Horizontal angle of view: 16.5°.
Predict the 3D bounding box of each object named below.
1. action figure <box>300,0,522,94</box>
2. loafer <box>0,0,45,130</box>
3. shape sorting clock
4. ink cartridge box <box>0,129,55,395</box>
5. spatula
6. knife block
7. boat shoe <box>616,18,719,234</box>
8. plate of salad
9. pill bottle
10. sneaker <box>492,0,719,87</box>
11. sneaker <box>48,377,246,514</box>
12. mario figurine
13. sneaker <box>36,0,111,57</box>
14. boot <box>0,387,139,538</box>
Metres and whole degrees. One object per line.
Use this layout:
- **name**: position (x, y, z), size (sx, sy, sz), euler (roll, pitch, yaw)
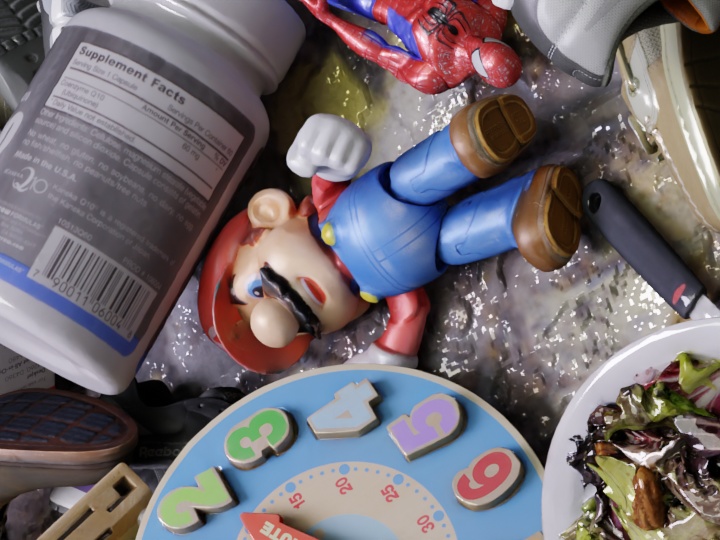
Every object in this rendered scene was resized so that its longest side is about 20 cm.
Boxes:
- **action figure**: position (0.004, -0.135, 1.157), size (0.065, 0.052, 0.200), euler (-47, 55, -9)
- **loafer**: position (-0.154, -0.066, 1.301), size (0.200, 0.075, 0.070), euler (59, 149, 25)
- **shape sorting clock**: position (-0.008, 0.133, 1.086), size (0.199, 0.039, 0.201), euler (-7, 67, 16)
- **ink cartridge box**: position (-0.220, 0.014, 1.304), size (0.116, 0.067, 0.201), euler (35, 135, 38)
- **spatula**: position (0.154, 0.024, 1.040), size (0.200, 0.021, 0.057), euler (48, 123, 33)
- **knife block**: position (-0.155, 0.167, 1.224), size (0.175, 0.064, 0.200), euler (17, 138, 39)
- **boat shoe**: position (0.131, -0.099, 1.036), size (0.063, 0.073, 0.201), euler (-38, 63, 47)
- **plate of salad**: position (0.157, 0.117, 0.987), size (0.199, 0.048, 0.201), euler (12, 113, 29)
- **pill bottle**: position (-0.113, -0.053, 1.184), size (0.114, 0.114, 0.200), euler (18, 74, 41)
- **sneaker**: position (0.143, -0.143, 0.977), size (0.200, 0.074, 0.079), euler (-34, 80, -9)
- **sneaker**: position (-0.063, 0.102, 1.204), size (0.200, 0.076, 0.088), euler (17, 84, 33)
- **mario figurine**: position (0.000, 0.000, 1.127), size (0.200, 0.106, 0.124), euler (-26, 74, 37)
- **sneaker**: position (-0.150, -0.173, 1.298), size (0.115, 0.075, 0.201), euler (-2, 78, 47)
- **boot**: position (-0.186, 0.115, 1.235), size (0.199, 0.075, 0.097), euler (-1, 110, 31)
